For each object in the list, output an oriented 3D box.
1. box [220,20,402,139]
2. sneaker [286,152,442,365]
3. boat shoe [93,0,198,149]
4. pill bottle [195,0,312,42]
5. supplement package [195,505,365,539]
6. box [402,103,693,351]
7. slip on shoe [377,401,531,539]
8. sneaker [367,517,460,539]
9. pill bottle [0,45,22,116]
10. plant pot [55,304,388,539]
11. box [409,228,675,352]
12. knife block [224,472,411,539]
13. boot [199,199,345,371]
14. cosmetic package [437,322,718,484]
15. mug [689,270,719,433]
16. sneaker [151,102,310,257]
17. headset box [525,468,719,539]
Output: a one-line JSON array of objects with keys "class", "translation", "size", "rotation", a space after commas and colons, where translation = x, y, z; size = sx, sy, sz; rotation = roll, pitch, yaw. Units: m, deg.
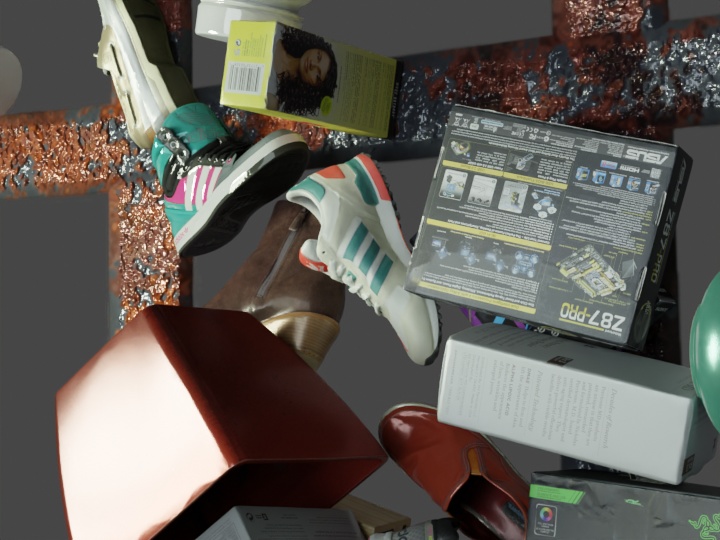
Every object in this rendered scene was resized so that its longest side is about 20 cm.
[{"class": "box", "translation": [-0.037, -0.159, 1.437], "size": [0.050, 0.200, 0.075], "rotation": [8, 92, 31]}, {"class": "sneaker", "translation": [0.000, -0.001, 1.453], "size": [0.093, 0.070, 0.200], "rotation": [-18, 72, -11]}, {"class": "boat shoe", "translation": [-0.224, -0.212, 1.643], "size": [0.068, 0.075, 0.200], "rotation": [-30, 71, 23]}, {"class": "pill bottle", "translation": [-0.086, -0.303, 1.533], "size": [0.114, 0.114, 0.200], "rotation": [13, 93, 34]}, {"class": "supplement package", "translation": [-0.060, 0.313, 1.358], "size": [0.151, 0.152, 0.200], "rotation": [-42, 59, 25]}, {"class": "box", "translation": [0.147, -0.036, 1.351], "size": [0.200, 0.049, 0.161], "rotation": [13, 85, 28]}, {"class": "slip on shoe", "translation": [0.086, 0.176, 1.414], "size": [0.200, 0.061, 0.074], "rotation": [40, 110, 31]}, {"class": "sneaker", "translation": [0.090, 0.281, 1.368], "size": [0.087, 0.074, 0.200], "rotation": [-31, 99, 16]}, {"class": "pill bottle", "translation": [-0.449, -0.228, 1.775], "size": [0.200, 0.112, 0.112], "rotation": [30, 103, 33]}, {"class": "plant pot", "translation": [-0.136, 0.138, 1.404], "size": [0.200, 0.200, 0.176], "rotation": [-42, 64, 26]}, {"class": "box", "translation": [0.146, 0.000, 1.401], "size": [0.143, 0.036, 0.200], "rotation": [-48, 65, 22]}, {"class": "knife block", "translation": [-0.076, 0.206, 1.512], "size": [0.200, 0.064, 0.176], "rotation": [-35, 74, 28]}, {"class": "boot", "translation": [-0.096, 0.017, 1.540], "size": [0.200, 0.072, 0.167], "rotation": [4, 68, 32]}, {"class": "cosmetic package", "translation": [0.170, 0.098, 1.305], "size": [0.200, 0.102, 0.074], "rotation": [11, 101, 24]}, {"class": "mug", "translation": [0.301, 0.072, 1.209], "size": [0.114, 0.152, 0.185], "rotation": [-3, 48, 35]}, {"class": "sneaker", "translation": [-0.126, -0.107, 1.553], "size": [0.200, 0.084, 0.121], "rotation": [-38, 69, 45]}, {"class": "headset box", "translation": [0.219, 0.248, 1.300], "size": [0.174, 0.093, 0.200], "rotation": [5, 89, 34]}]
